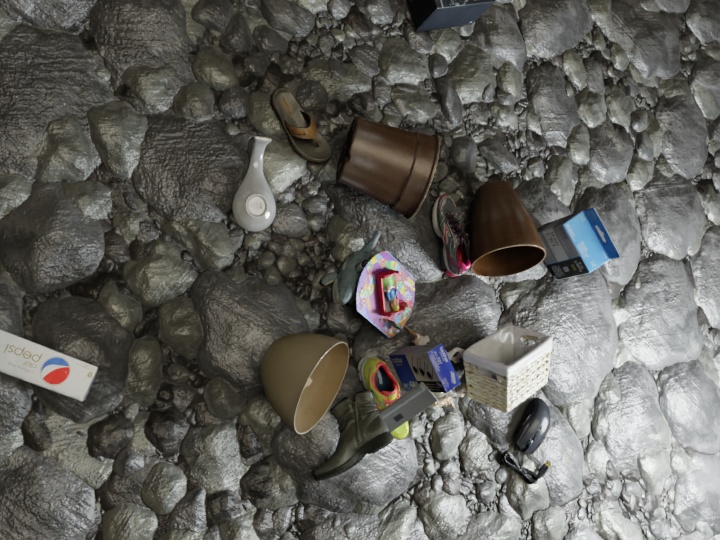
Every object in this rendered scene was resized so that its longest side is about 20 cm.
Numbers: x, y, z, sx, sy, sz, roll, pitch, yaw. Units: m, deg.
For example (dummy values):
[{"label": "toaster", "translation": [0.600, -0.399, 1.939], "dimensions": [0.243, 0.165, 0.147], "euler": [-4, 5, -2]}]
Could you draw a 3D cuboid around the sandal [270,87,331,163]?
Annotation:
[{"label": "sandal", "translation": [-0.135, -0.337, 1.387], "dimensions": [0.081, 0.054, 0.203], "euler": [-32, 94, -24]}]

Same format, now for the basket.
[{"label": "basket", "translation": [0.351, 0.230, 1.428], "dimensions": [0.197, 0.134, 0.127], "euler": [-21, 114, -38]}]

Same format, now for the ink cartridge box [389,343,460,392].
[{"label": "ink cartridge box", "translation": [0.138, 0.217, 1.332], "dimensions": [0.044, 0.199, 0.096], "euler": [-26, 92, -23]}]

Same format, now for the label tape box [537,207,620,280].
[{"label": "label tape box", "translation": [0.551, -0.065, 1.559], "dimensions": [0.065, 0.199, 0.145], "euler": [-32, 94, -22]}]

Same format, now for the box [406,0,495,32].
[{"label": "box", "translation": [0.220, -0.757, 1.577], "dimensions": [0.196, 0.123, 0.201], "euler": [-18, 90, -25]}]

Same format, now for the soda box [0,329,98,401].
[{"label": "soda box", "translation": [-0.588, 0.172, 1.101], "dimensions": [0.197, 0.063, 0.070], "euler": [26, 73, -17]}]

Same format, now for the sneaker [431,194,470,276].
[{"label": "sneaker", "translation": [0.235, -0.091, 1.496], "dimensions": [0.079, 0.074, 0.205], "euler": [-10, 85, -24]}]

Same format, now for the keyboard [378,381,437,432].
[{"label": "keyboard", "translation": [0.078, 0.316, 1.320], "dimensions": [0.056, 0.199, 0.011], "euler": [44, 23, -15]}]

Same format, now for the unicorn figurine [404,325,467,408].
[{"label": "unicorn figurine", "translation": [0.188, 0.225, 1.423], "dimensions": [0.134, 0.074, 0.206], "euler": [1, 78, -27]}]

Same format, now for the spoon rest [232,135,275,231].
[{"label": "spoon rest", "translation": [-0.229, -0.189, 1.329], "dimensions": [0.097, 0.060, 0.206], "euler": [6, 92, -21]}]

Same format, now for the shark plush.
[{"label": "shark plush", "translation": [0.000, 0.000, 1.373], "dimensions": [0.091, 0.083, 0.200], "euler": [48, 67, -8]}]

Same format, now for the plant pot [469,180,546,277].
[{"label": "plant pot", "translation": [0.351, -0.114, 1.507], "dimensions": [0.182, 0.187, 0.205], "euler": [4, 66, -22]}]

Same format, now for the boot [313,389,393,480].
[{"label": "boot", "translation": [-0.034, 0.356, 1.308], "dimensions": [0.197, 0.068, 0.132], "euler": [-31, 70, -1]}]

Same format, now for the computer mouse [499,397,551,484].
[{"label": "computer mouse", "translation": [0.447, 0.434, 1.514], "dimensions": [0.140, 0.046, 0.201], "euler": [44, 67, -10]}]

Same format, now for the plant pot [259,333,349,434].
[{"label": "plant pot", "translation": [-0.129, 0.210, 1.242], "dimensions": [0.132, 0.202, 0.202], "euler": [25, 68, 21]}]

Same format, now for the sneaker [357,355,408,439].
[{"label": "sneaker", "translation": [0.059, 0.288, 1.347], "dimensions": [0.077, 0.090, 0.204], "euler": [-28, 94, -26]}]

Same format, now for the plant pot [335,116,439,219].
[{"label": "plant pot", "translation": [0.054, -0.246, 1.390], "dimensions": [0.194, 0.200, 0.205], "euler": [17, 75, -11]}]

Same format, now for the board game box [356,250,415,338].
[{"label": "board game box", "translation": [0.074, 0.056, 1.376], "dimensions": [0.200, 0.038, 0.161], "euler": [42, 66, -39]}]
